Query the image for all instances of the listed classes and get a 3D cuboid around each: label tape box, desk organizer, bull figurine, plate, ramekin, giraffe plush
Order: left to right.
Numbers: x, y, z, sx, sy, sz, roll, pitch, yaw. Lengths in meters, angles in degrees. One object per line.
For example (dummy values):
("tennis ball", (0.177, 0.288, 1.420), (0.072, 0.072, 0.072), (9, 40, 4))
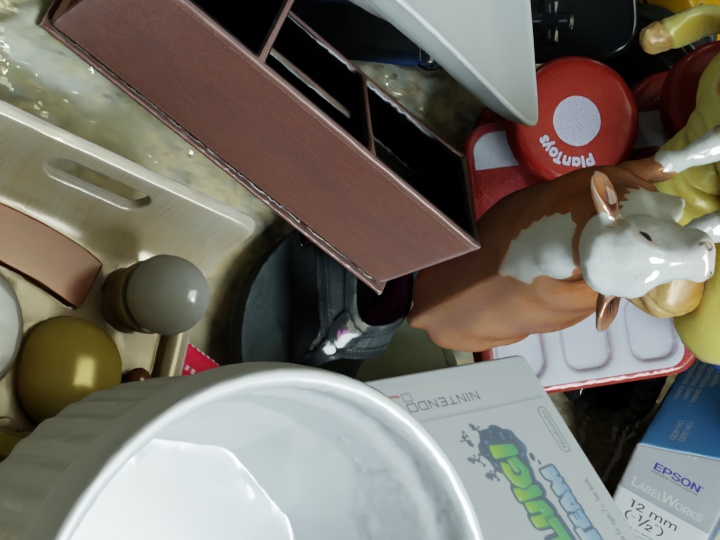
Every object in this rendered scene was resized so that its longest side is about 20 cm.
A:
("ramekin", (-0.058, 0.131, 0.657), (0.199, 0.105, 0.203), (-1, 92, -38))
("desk organizer", (-0.029, -0.082, 0.788), (0.199, 0.077, 0.072), (38, 58, -24))
("plate", (0.011, -0.183, 0.800), (0.200, 0.032, 0.202), (34, 44, -46))
("bull figurine", (0.098, -0.011, 0.799), (0.121, 0.199, 0.066), (-20, 91, -33))
("label tape box", (0.202, 0.086, 1.044), (0.143, 0.066, 0.201), (-50, 160, -40))
("giraffe plush", (0.218, -0.037, 0.839), (0.171, 0.162, 0.202), (-1, 104, -16))

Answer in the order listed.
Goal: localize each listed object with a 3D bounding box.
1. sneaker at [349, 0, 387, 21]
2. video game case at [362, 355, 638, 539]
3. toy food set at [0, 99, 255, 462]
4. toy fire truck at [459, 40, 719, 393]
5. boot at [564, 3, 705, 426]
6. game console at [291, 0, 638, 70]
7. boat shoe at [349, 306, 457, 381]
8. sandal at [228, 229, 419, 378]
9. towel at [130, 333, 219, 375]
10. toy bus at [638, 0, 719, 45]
("sneaker", (-0.035, -0.172, 0.828), (0.200, 0.080, 0.077), (37, 41, -42))
("video game case", (0.056, 0.131, 0.802), (0.181, 0.024, 0.201), (-6, 56, -43))
("toy food set", (-0.119, 0.051, 0.701), (0.143, 0.060, 0.202), (24, 69, -36))
("toy fire truck", (0.148, -0.024, 0.961), (0.198, 0.112, 0.170), (-7, 87, -10))
("boot", (0.160, -0.033, 1.065), (0.158, 0.079, 0.213), (-39, 118, -46))
("game console", (0.048, -0.207, 0.912), (0.118, 0.169, 0.203), (-1, 89, -78))
("boat shoe", (0.013, 0.111, 0.880), (0.066, 0.074, 0.201), (101, -13, -52))
("sandal", (0.000, -0.001, 0.875), (0.076, 0.048, 0.201), (51, 46, -17))
("towel", (-0.089, 0.132, 0.789), (0.145, 0.022, 0.202), (43, 56, -43))
("toy bus", (0.176, -0.187, 1.096), (0.065, 0.078, 0.201), (-49, 125, -40))
